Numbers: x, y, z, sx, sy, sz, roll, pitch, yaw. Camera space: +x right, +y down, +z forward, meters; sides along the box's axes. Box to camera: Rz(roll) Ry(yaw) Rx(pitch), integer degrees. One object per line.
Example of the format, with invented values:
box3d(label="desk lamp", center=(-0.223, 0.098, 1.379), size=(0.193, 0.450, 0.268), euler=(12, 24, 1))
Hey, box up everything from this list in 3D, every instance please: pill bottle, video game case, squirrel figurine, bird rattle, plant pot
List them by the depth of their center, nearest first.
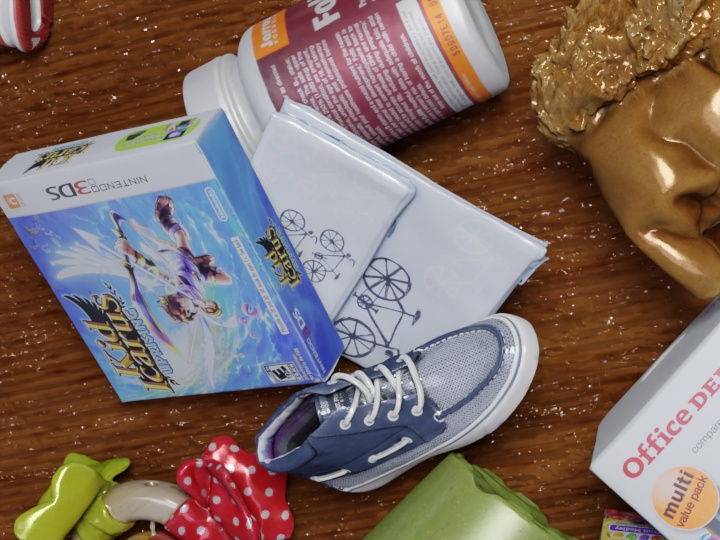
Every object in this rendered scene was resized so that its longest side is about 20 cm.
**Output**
box3d(label="squirrel figurine", center=(0.210, -0.123, 0.786), size=(0.200, 0.142, 0.187), euler=(40, 125, 1))
box3d(label="plant pot", center=(0.056, 0.233, 0.886), size=(0.200, 0.200, 0.190), euler=(37, 90, 8))
box3d(label="pill bottle", center=(-0.011, -0.133, 0.890), size=(0.200, 0.114, 0.114), euler=(-24, 89, 14))
box3d(label="video game case", center=(-0.132, -0.002, 0.901), size=(0.181, 0.045, 0.200), euler=(-8, 123, 31))
box3d(label="bird rattle", center=(-0.148, 0.201, 0.985), size=(0.200, 0.113, 0.163), euler=(0, 107, 1))

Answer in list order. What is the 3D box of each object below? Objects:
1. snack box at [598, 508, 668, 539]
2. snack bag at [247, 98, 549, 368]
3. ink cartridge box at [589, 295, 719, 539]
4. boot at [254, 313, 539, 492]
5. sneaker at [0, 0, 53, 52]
box3d(label="snack box", center=(0.170, 0.277, 0.842), size=(0.053, 0.142, 0.200), euler=(3, 113, 13))
box3d(label="snack bag", center=(0.000, 0.000, 0.888), size=(0.200, 0.021, 0.189), euler=(29, 132, -3))
box3d(label="ink cartridge box", center=(0.266, 0.123, 0.829), size=(0.200, 0.145, 0.145), euler=(41, 104, 8))
box3d(label="boot", center=(0.021, 0.089, 0.868), size=(0.200, 0.090, 0.073), euler=(-41, 50, 32))
box3d(label="sneaker", center=(-0.293, -0.263, 0.968), size=(0.115, 0.078, 0.200), euler=(3, 95, 12))
